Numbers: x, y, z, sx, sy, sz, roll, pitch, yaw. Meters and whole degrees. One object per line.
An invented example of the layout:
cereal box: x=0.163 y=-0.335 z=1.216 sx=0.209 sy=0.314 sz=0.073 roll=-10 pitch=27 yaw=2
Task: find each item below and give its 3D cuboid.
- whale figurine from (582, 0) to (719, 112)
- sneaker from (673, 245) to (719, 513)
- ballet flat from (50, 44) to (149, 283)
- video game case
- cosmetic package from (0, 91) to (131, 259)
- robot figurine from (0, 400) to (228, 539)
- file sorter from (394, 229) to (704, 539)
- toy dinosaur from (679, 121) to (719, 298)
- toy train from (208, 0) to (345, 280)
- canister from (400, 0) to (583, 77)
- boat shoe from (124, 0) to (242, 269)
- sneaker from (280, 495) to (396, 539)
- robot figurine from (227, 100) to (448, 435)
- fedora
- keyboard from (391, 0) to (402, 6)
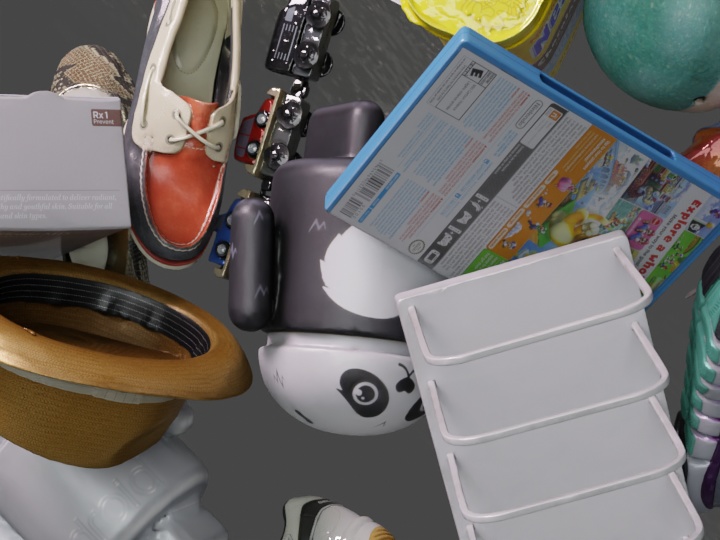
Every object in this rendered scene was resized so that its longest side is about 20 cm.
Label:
whale figurine: x=0.184 y=-0.196 z=1.310 sx=0.103 sy=0.159 sz=0.202 roll=6 pitch=71 yaw=-21
sneaker: x=0.236 y=0.063 z=1.287 sx=0.087 sy=0.201 sz=0.075 roll=3 pitch=43 yaw=0
ballet flat: x=-0.169 y=-0.052 z=1.398 sx=0.067 sy=0.075 sz=0.202 roll=-7 pitch=84 yaw=9
video game case: x=0.100 y=-0.040 z=1.257 sx=0.199 sy=0.018 sz=0.143 roll=28 pitch=124 yaw=-19
cosmetic package: x=-0.228 y=-0.047 z=1.337 sx=0.106 sy=0.200 sz=0.091 roll=-2 pitch=84 yaw=-30
robot figurine: x=-0.174 y=0.122 z=1.363 sx=0.200 sy=0.113 sz=0.170 roll=44 pitch=103 yaw=11
file sorter: x=0.115 y=0.105 z=1.226 sx=0.138 sy=0.125 sz=0.202 roll=-15 pitch=107 yaw=0
toy dinosaur: x=0.227 y=-0.081 z=1.302 sx=0.180 sy=0.105 sz=0.201 roll=-1 pitch=122 yaw=-18
toy train: x=-0.058 y=-0.083 z=1.403 sx=0.045 sy=0.034 sz=0.202 roll=15 pitch=87 yaw=23
canister: x=0.094 y=-0.189 z=1.303 sx=0.086 sy=0.200 sz=0.150 roll=23 pitch=89 yaw=10
boat shoe: x=-0.107 y=-0.102 z=1.375 sx=0.071 sy=0.062 sz=0.202 roll=13 pitch=71 yaw=-23
sneaker: x=-0.053 y=0.232 z=1.339 sx=0.087 sy=0.076 sz=0.201 roll=31 pitch=89 yaw=30
robot figurine: x=0.002 y=0.000 z=1.340 sx=0.149 sy=0.125 sz=0.202 roll=5 pitch=85 yaw=9
fedora: x=-0.163 y=0.059 z=1.267 sx=0.199 sy=0.201 sz=0.082 roll=22 pitch=107 yaw=10
keyboard: x=-0.028 y=-0.232 z=1.424 sx=0.199 sy=0.011 sz=0.057 roll=29 pitch=90 yaw=10
